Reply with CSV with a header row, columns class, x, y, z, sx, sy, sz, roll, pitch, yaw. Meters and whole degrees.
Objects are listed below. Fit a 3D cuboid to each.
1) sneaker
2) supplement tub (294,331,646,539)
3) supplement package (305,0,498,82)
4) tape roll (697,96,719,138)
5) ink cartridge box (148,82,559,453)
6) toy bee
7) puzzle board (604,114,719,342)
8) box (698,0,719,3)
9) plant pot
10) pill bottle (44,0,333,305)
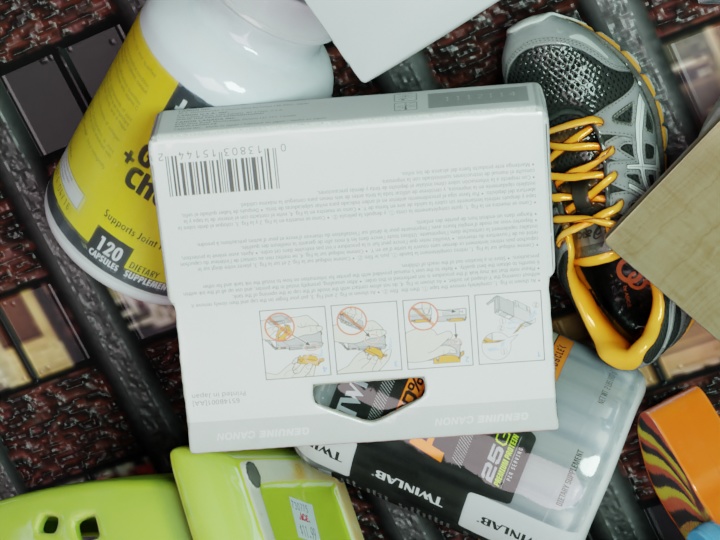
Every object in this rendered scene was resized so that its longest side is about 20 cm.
class,x,y,z,sx,sy,sz,roll,pitch,yaw
sneaker,0.126,-0.039,1.172,0.078,0.077,0.201,-18,106,27
supplement tub,0.046,0.074,1.225,0.199,0.123,0.123,22,119,7
supplement package,0.039,-0.194,1.055,0.116,0.200,0.118,-29,103,28
tape roll,0.265,-0.028,1.152,0.201,0.037,0.205,7,117,15
ink cartridge box,0.000,0.000,1.146,0.198,0.045,0.178,-4,113,2
toy bee,0.208,0.169,1.214,0.130,0.201,0.109,-6,148,-5
puzzle board,0.242,-0.038,1.110,0.150,0.017,0.200,39,113,-8
box,0.237,-0.229,1.062,0.159,0.044,0.202,1,115,18
plant pot,-0.092,0.203,1.266,0.180,0.200,0.201,-24,77,19
pill bottle,-0.083,-0.087,1.199,0.112,0.112,0.201,34,121,1
